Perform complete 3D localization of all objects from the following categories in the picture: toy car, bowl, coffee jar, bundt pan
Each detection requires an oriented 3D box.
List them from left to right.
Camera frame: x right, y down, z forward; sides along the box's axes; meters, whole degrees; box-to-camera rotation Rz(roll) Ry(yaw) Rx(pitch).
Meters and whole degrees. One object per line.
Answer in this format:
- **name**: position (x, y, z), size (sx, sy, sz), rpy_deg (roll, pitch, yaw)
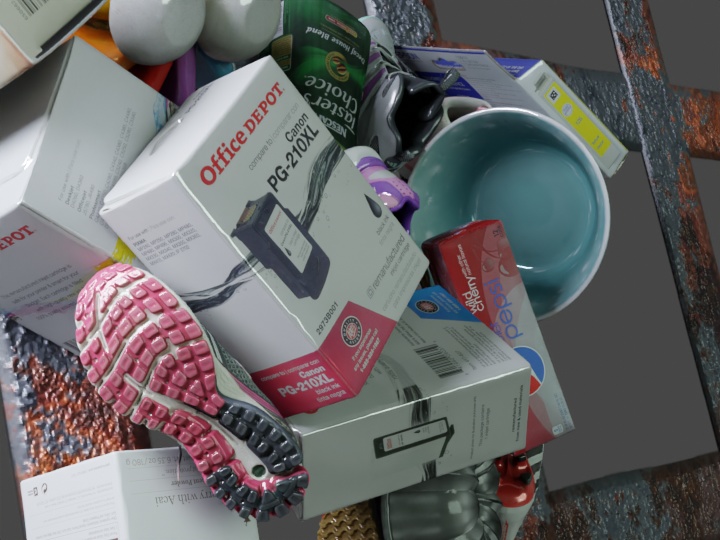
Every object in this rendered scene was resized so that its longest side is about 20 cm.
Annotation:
- **toy car**: position (-0.172, -0.186, 1.051), size (0.199, 0.174, 0.151), rpy_deg (-13, 118, -49)
- **coffee jar**: position (-0.048, -0.144, 1.201), size (0.104, 0.085, 0.201), rpy_deg (26, 57, -37)
- **bundt pan**: position (0.076, 0.194, 1.135), size (0.202, 0.075, 0.204), rpy_deg (-5, 90, -75)
- **bowl**: position (0.150, -0.054, 1.252), size (0.105, 0.200, 0.202), rpy_deg (-16, 86, -65)

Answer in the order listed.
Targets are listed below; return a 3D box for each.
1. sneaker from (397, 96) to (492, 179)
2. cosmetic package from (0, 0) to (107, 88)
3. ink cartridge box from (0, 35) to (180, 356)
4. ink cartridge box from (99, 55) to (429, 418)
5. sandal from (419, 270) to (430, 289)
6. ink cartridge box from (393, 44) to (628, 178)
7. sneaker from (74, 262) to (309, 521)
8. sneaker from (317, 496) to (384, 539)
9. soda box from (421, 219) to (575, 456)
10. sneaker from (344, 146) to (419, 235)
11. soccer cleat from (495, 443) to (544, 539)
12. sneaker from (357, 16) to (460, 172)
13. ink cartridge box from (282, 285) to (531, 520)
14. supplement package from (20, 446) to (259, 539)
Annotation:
- **sneaker**: position (0.119, -0.109, 1.354), size (0.200, 0.104, 0.076), rpy_deg (33, 49, -35)
- **cosmetic package**: position (-0.271, -0.157, 0.879), size (0.087, 0.199, 0.104), rpy_deg (52, 45, -20)
- **ink cartridge box**: position (-0.187, -0.037, 0.960), size (0.200, 0.146, 0.147), rpy_deg (34, 52, -34)
- **ink cartridge box**: position (-0.060, -0.023, 0.915), size (0.200, 0.084, 0.145), rpy_deg (51, 44, -21)
- **sandal**: position (0.034, 0.013, 1.201), size (0.054, 0.081, 0.201), rpy_deg (16, 42, -21)
- **ink cartridge box**: position (0.146, -0.177, 1.348), size (0.200, 0.197, 0.047), rpy_deg (43, 79, -28)
- **sneaker**: position (-0.115, 0.082, 0.882), size (0.200, 0.080, 0.075), rpy_deg (52, 2, -10)
- **sneaker**: position (0.008, 0.198, 1.129), size (0.090, 0.075, 0.202), rpy_deg (3, 77, -54)
- **soda box**: position (0.121, 0.058, 1.172), size (0.063, 0.070, 0.201), rpy_deg (-22, 96, -10)
- **sneaker**: position (0.000, 0.000, 1.134), size (0.080, 0.088, 0.202), rpy_deg (-10, 120, -49)
- **soccer cleat**: position (0.149, 0.180, 1.301), size (0.200, 0.068, 0.086), rpy_deg (-74, 170, -56)
- **sneaker**: position (0.040, -0.177, 1.266), size (0.077, 0.139, 0.201), rpy_deg (26, 57, -37)
- **ink cartridge box**: position (0.011, 0.097, 1.030), size (0.199, 0.146, 0.085), rpy_deg (-14, 122, -23)
- **supplement package**: position (-0.144, 0.231, 0.915), size (0.121, 0.119, 0.202), rpy_deg (3, 72, -48)
